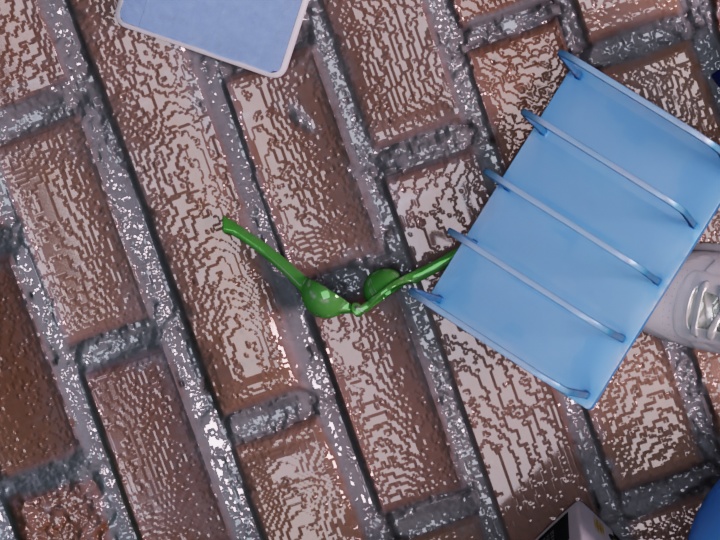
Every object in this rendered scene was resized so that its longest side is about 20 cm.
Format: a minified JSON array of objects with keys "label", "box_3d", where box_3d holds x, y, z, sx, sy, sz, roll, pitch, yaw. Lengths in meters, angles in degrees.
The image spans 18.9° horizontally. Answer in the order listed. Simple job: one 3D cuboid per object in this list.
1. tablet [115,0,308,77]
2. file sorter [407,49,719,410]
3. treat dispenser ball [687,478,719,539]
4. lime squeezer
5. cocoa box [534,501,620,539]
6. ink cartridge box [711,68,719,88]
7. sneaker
[{"label":"tablet","box_3d":[-0.084,-0.248,1.515,0.130,0.014,0.201,19,101,1]},{"label":"file sorter","box_3d":[0.143,-0.029,1.450,0.138,0.123,0.200,33,93,13]},{"label":"treat dispenser ball","box_3d":[0.318,0.208,1.459,0.200,0.201,0.202,1,99,5]},{"label":"lime squeezer","box_3d":[0.000,0.000,1.544,0.199,0.038,0.071,1,67,5]},{"label":"cocoa box","box_3d":[0.151,0.271,1.485,0.131,0.200,0.133,45,100,-4]},{"label":"ink cartridge box","box_3d":[0.317,-0.062,1.470,0.044,0.094,0.200,-37,95,10]},{"label":"sneaker","box_3d":[0.272,0.030,1.497,0.199,0.081,0.077,10,102,6]}]
